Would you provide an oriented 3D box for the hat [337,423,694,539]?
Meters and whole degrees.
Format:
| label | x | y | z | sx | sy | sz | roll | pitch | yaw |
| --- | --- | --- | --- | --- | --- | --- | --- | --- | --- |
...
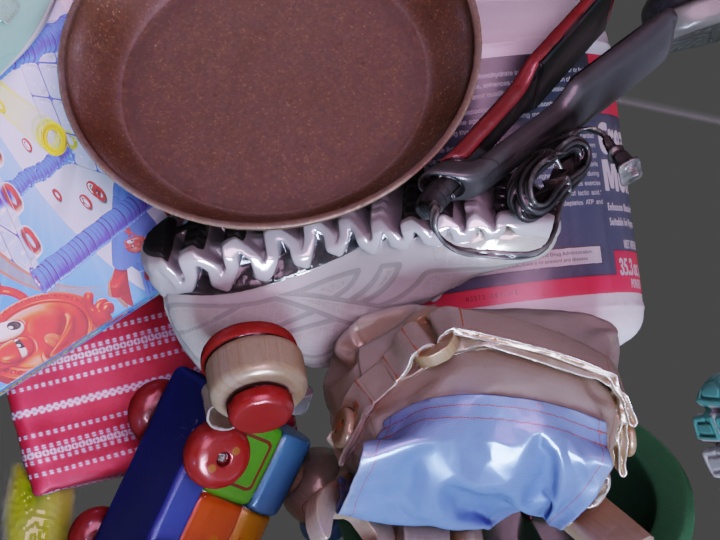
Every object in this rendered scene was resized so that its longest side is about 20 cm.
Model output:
| label | x | y | z | sx | sy | sz | roll | pitch | yaw |
| --- | --- | --- | --- | --- | --- | --- | --- | --- | --- |
| hat | 0.089 | 0.179 | 1.505 | 0.199 | 0.176 | 0.166 | 18 | 44 | 23 |

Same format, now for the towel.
| label | x | y | z | sx | sy | sz | roll | pitch | yaw |
| --- | --- | --- | --- | --- | --- | --- | --- | --- | --- |
| towel | -0.118 | 0.001 | 1.517 | 0.144 | 0.022 | 0.201 | -12 | 86 | -13 |

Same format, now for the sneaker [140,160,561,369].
| label | x | y | z | sx | sy | sz | roll | pitch | yaw |
| --- | --- | --- | --- | --- | --- | --- | --- | --- | --- |
| sneaker | 0.000 | 0.000 | 1.420 | 0.199 | 0.075 | 0.081 | -9 | 112 | 14 |

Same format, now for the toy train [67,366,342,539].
| label | x | y | z | sx | sy | sz | roll | pitch | yaw |
| --- | --- | --- | --- | --- | --- | --- | --- | --- | --- |
| toy train | -0.083 | 0.159 | 1.483 | 0.115 | 0.085 | 0.201 | 24 | 93 | -31 |

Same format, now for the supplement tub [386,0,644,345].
| label | x | y | z | sx | sy | sz | roll | pitch | yaw |
| --- | --- | --- | --- | --- | --- | --- | --- | --- | --- |
| supplement tub | 0.062 | -0.054 | 1.504 | 0.140 | 0.140 | 0.201 | -6 | 85 | -14 |

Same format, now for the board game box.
| label | x | y | z | sx | sy | sz | roll | pitch | yaw |
| --- | --- | --- | --- | --- | --- | --- | --- | --- | --- |
| board game box | -0.183 | -0.051 | 1.470 | 0.195 | 0.056 | 0.200 | -33 | 91 | -8 |

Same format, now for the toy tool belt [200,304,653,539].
| label | x | y | z | sx | sy | sz | roll | pitch | yaw |
| --- | --- | --- | --- | --- | --- | --- | --- | --- | --- |
| toy tool belt | 0.031 | 0.083 | 1.380 | 0.199 | 0.125 | 0.123 | 1 | 53 | -16 |

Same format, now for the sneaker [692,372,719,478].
| label | x | y | z | sx | sy | sz | roll | pitch | yaw |
| --- | --- | --- | --- | --- | --- | --- | --- | --- | --- |
| sneaker | 0.250 | 0.136 | 1.561 | 0.091 | 0.078 | 0.201 | -20 | 90 | -18 |

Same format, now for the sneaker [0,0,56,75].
| label | x | y | z | sx | sy | sz | roll | pitch | yaw |
| --- | --- | --- | --- | --- | --- | --- | --- | --- | --- |
| sneaker | -0.193 | -0.115 | 1.385 | 0.074 | 0.118 | 0.201 | 32 | 82 | -2 |

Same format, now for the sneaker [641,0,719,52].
| label | x | y | z | sx | sy | sz | roll | pitch | yaw |
| --- | --- | --- | --- | --- | --- | --- | --- | --- | --- |
| sneaker | 0.213 | -0.194 | 1.591 | 0.199 | 0.076 | 0.114 | -31 | 89 | -18 |

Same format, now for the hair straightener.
| label | x | y | z | sx | sy | sz | roll | pitch | yaw |
| --- | --- | --- | --- | --- | --- | --- | --- | --- | --- |
| hair straightener | 0.095 | -0.065 | 1.387 | 0.077 | 0.041 | 0.200 | 29 | 45 | 19 |

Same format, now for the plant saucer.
| label | x | y | z | sx | sy | sz | roll | pitch | yaw |
| --- | --- | --- | --- | --- | --- | --- | --- | --- | --- |
| plant saucer | -0.042 | -0.095 | 1.420 | 0.200 | 0.037 | 0.201 | -2 | 57 | 3 |
